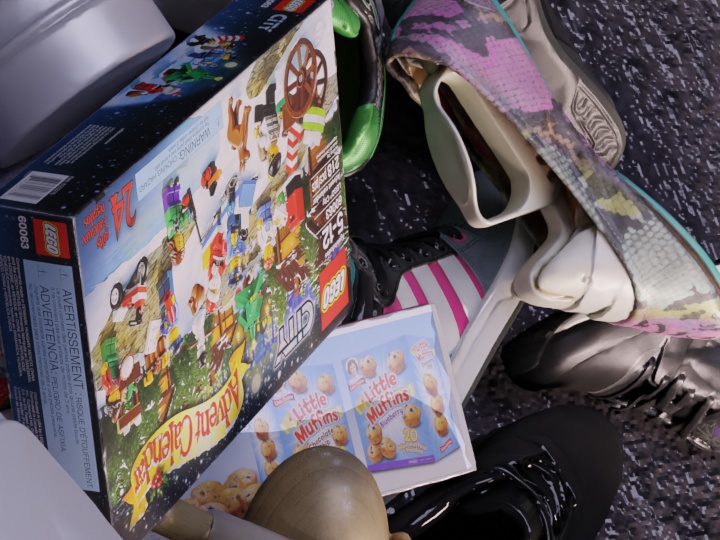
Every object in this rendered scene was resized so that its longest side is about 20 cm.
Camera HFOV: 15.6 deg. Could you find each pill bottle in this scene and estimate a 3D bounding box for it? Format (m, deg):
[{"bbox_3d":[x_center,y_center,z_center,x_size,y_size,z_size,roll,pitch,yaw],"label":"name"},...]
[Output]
[{"bbox_3d":[-0.157,-0.141,0.956,0.111,0.111,0.201,-35,88,-42],"label":"pill bottle"}]

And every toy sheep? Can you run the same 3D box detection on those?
[{"bbox_3d":[-0.044,0.161,0.989,0.137,0.138,0.201,27,86,-19],"label":"toy sheep"}]

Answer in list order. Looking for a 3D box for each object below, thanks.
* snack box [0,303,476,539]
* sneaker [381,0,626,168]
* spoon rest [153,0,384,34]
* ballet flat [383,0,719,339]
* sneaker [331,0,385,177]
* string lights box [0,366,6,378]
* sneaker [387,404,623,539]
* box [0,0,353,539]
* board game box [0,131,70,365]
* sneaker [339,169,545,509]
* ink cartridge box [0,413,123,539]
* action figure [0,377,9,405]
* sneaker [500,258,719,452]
[{"bbox_3d":[-0.054,0.071,1.052,0.199,0.024,0.072,-14,88,-18],"label":"snack box"},{"bbox_3d":[0.046,-0.128,1.216,0.200,0.076,0.114,52,0,-40],"label":"sneaker"},{"bbox_3d":[-0.064,-0.141,1.207,0.199,0.060,0.100,5,63,-48],"label":"spoon rest"},{"bbox_3d":[0.077,-0.032,1.135,0.071,0.069,0.200,-44,101,-29],"label":"ballet flat"},{"bbox_3d":[-0.024,-0.135,1.117,0.078,0.085,0.201,-17,102,-8],"label":"sneaker"},{"bbox_3d":[-0.210,-0.040,1.036,0.199,0.059,0.103,29,52,-18],"label":"string lights box"},{"bbox_3d":[0.059,0.110,1.118,0.076,0.091,0.200,52,47,3],"label":"sneaker"},{"bbox_3d":[-0.064,-0.003,0.967,0.200,0.037,0.137,-47,139,-52],"label":"box"},{"bbox_3d":[-0.180,-0.064,1.001,0.199,0.041,0.201,5,65,-31],"label":"board game box"},{"bbox_3d":[0.000,0.000,1.149,0.121,0.083,0.201,44,49,-18],"label":"sneaker"},{"bbox_3d":[-0.141,0.156,0.878,0.145,0.200,0.084,49,48,-2],"label":"ink cartridge box"},{"bbox_3d":[-0.197,-0.019,0.883,0.200,0.099,0.065,41,52,-5],"label":"action figure"},{"bbox_3d":[0.157,0.045,1.237,0.199,0.076,0.088,-11,78,-38],"label":"sneaker"}]
